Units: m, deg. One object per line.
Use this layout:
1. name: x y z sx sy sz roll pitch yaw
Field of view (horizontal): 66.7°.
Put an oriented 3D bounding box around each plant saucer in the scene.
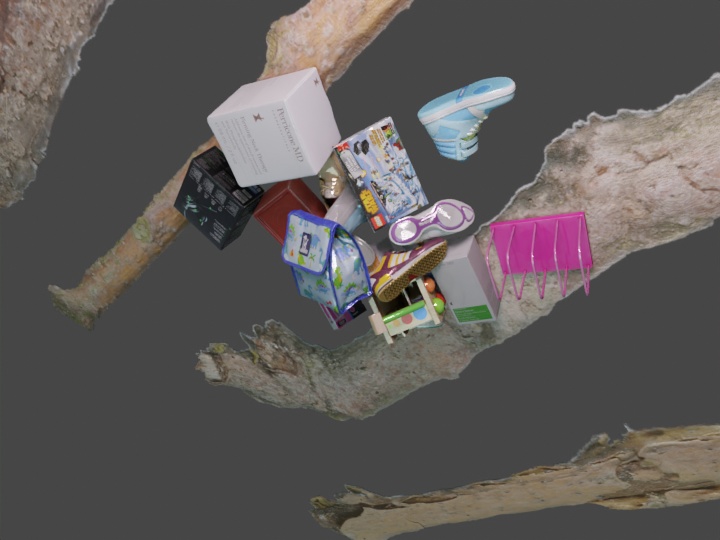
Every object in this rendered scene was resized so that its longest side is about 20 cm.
1. plant saucer: -0.171 -0.127 1.400 0.198 0.037 0.200 -28 113 39

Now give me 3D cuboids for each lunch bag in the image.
1. lunch bag: -0.080 -0.027 1.198 0.169 0.127 0.202 20 131 46

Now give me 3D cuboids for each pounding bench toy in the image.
1. pounding bench toy: 0.113 0.085 1.284 0.154 0.200 0.126 -23 95 18

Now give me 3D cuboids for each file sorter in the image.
1. file sorter: 0.382 -0.020 1.170 0.197 0.126 0.140 -6 127 29

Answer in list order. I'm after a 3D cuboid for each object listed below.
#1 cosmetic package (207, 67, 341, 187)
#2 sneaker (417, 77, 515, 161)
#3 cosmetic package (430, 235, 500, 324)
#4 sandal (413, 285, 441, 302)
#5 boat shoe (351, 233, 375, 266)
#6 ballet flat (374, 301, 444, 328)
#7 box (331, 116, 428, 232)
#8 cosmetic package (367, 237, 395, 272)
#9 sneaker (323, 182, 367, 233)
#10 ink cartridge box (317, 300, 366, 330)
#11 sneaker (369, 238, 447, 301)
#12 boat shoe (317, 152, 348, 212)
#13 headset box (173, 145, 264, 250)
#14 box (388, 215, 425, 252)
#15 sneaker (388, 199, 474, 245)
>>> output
1. cosmetic package: -0.176 -0.300 1.156 0.197 0.167 0.169 -4 127 26
2. sneaker: 0.219 -0.283 1.050 0.198 0.080 0.131 -6 125 41
3. cosmetic package: 0.250 0.025 1.302 0.106 0.085 0.201 -12 125 34
4. sandal: 0.112 0.050 1.412 0.200 0.050 0.083 19 135 11
5. boat shoe: -0.049 -0.067 1.320 0.198 0.060 0.077 25 107 14
6. ballet flat: 0.125 0.113 1.459 0.197 0.070 0.070 2 130 26
7. box: 0.043 -0.202 1.161 0.136 0.040 0.202 -27 109 0
8. cosmetic package: 0.000 0.000 1.387 0.198 0.071 0.102 -21 99 38
9. sneaker: 0.001 -0.156 1.245 0.200 0.074 0.082 -46 137 13
10. ink cartridge box: -0.072 0.037 1.344 0.202 0.094 0.037 59 153 -2
11. sneaker: 0.099 -0.022 1.224 0.090 0.199 0.075 52 175 36
12. boat shoe: -0.059 -0.187 1.269 0.073 0.070 0.202 -2 128 26
13. headset box: -0.363 -0.176 1.387 0.174 0.093 0.200 42 134 0
14. box: 0.104 -0.096 1.295 0.041 0.039 0.201 -18 120 34
15. sneaker: 0.155 -0.106 1.225 0.197 0.100 0.076 -14 88 -3
